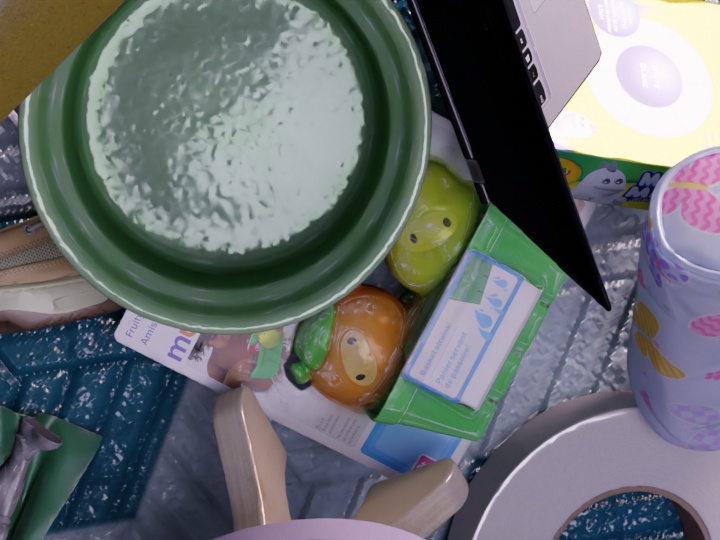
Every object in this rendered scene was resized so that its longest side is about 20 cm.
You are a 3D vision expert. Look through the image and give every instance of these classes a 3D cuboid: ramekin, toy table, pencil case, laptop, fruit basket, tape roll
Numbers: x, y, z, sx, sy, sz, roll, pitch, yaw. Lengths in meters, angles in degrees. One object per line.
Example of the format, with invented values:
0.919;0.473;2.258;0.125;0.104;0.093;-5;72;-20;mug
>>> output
-0.066;-0.073;1.457;0.199;0.098;0.201;0;96;-2;ramekin
-0.032;0.163;1.521;0.199;0.117;0.185;-9;119;14;toy table
0.189;0.017;1.552;0.090;0.083;0.200;-24;152;-10;pencil case
0.088;-0.119;1.393;0.200;0.115;0.188;-52;133;-38;laptop
0.000;0.000;1.545;0.199;0.094;0.186;28;94;-19;fruit basket
0.145;0.167;1.663;0.202;0.037;0.204;-4;104;-18;tape roll

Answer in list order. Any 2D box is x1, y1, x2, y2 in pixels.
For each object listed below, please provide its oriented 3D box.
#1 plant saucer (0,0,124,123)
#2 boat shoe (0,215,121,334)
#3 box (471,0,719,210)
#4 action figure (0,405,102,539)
-0.192;-0.186;1.364;0.200;0.048;0.200;-41;77;26;plant saucer
-0.219;0.000;1.493;0.199;0.072;0.077;-12;95;-25;boat shoe
0.153;-0.090;1.563;0.199;0.048;0.118;9;57;-22;box
-0.219;0.166;1.538;0.118;0.055;0.201;18;101;-24;action figure
